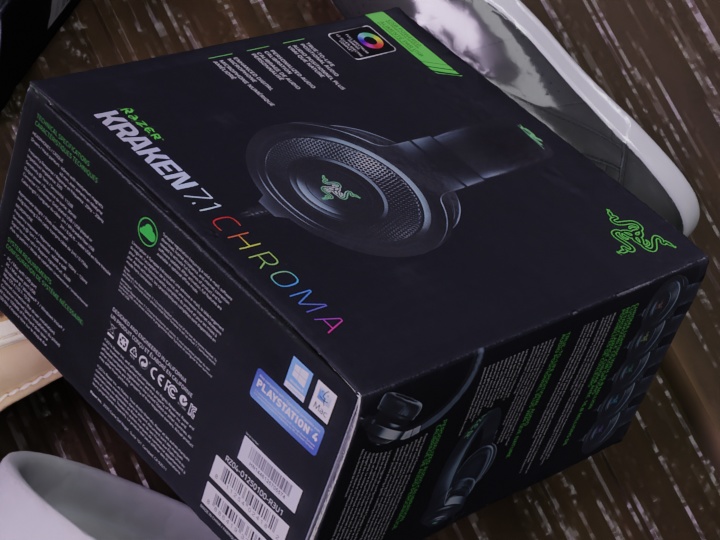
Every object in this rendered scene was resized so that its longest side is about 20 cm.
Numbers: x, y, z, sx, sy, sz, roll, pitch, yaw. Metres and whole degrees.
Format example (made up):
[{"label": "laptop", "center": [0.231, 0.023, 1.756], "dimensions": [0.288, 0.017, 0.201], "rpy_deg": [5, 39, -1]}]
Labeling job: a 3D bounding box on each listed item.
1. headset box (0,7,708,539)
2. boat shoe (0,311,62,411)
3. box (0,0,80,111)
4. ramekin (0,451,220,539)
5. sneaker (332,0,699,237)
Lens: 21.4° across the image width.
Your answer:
[{"label": "headset box", "center": [0.000, 0.000, 0.680], "dimensions": [0.199, 0.093, 0.174], "rpy_deg": [-17, 49, -44]}, {"label": "boat shoe", "center": [-0.174, 0.060, 0.707], "dimensions": [0.198, 0.074, 0.070], "rpy_deg": [-23, 104, -14]}, {"label": "box", "center": [-0.189, -0.184, 0.770], "dimensions": [0.199, 0.104, 0.149], "rpy_deg": [34, 66, 0]}, {"label": "ramekin", "center": [-0.053, 0.152, 0.633], "dimensions": [0.199, 0.200, 0.106], "rpy_deg": [28, 89, -3]}, {"label": "sneaker", "center": [0.043, -0.053, 0.797], "dimensions": [0.200, 0.071, 0.099], "rpy_deg": [42, 61, -1]}]
